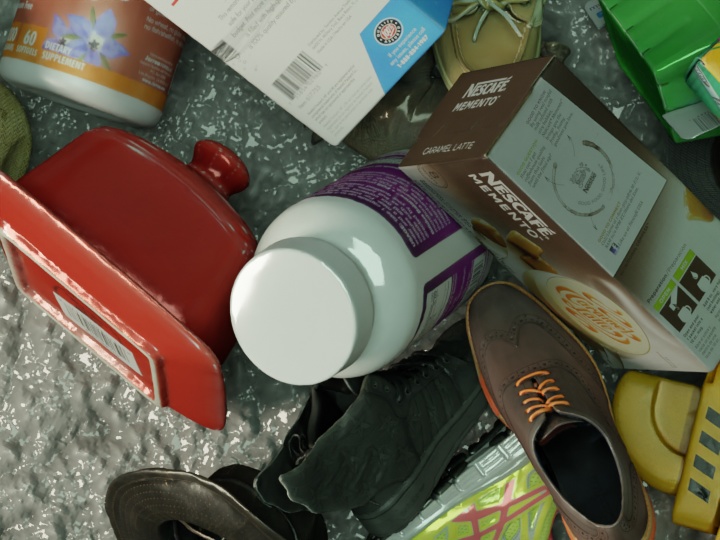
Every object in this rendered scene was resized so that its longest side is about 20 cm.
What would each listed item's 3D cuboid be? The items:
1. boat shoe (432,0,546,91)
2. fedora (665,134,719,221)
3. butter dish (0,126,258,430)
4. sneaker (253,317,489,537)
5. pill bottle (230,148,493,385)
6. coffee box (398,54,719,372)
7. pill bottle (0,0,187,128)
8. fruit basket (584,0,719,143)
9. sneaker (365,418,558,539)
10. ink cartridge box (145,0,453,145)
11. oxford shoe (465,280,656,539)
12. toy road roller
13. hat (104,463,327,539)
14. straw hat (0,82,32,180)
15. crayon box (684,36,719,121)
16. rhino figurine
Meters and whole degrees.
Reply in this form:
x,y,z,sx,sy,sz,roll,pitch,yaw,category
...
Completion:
x,y,z,sx,sy,sz,roll,pitch,yaw,category
0.082,-0.196,1.389,0.073,0.063,0.202,1,62,-1,boat shoe
0.299,-0.053,1.372,0.198,0.178,0.091,-18,130,5,fedora
-0.128,-0.020,1.376,0.200,0.200,0.148,38,74,9,butter dish
0.015,0.085,1.363,0.104,0.060,0.201,48,58,-29,sneaker
0.000,0.000,1.332,0.111,0.200,0.113,7,108,23,pill bottle
0.135,-0.031,1.312,0.200,0.114,0.080,42,71,-20,coffee box
-0.155,-0.203,1.417,0.111,0.112,0.202,17,88,5,pill bottle
0.261,-0.162,1.373,0.198,0.186,0.094,-20,128,-5,fruit basket
0.084,0.161,1.401,0.199,0.078,0.091,-36,97,6,sneaker
-0.054,-0.186,1.326,0.199,0.068,0.116,37,123,-14,ink cartridge box
0.121,0.083,1.328,0.071,0.073,0.201,-31,65,1,oxford shoe
0.224,0.139,1.373,0.145,0.123,0.202,14,87,19,toy road roller
-0.068,0.183,1.391,0.200,0.201,0.081,38,52,5,hat
-0.263,-0.084,1.426,0.085,0.200,0.203,6,87,-37,straw hat
0.298,-0.080,1.258,0.119,0.058,0.200,-40,85,-5,crayon box
0.035,-0.111,1.425,0.198,0.060,0.088,5,84,6,rhino figurine
